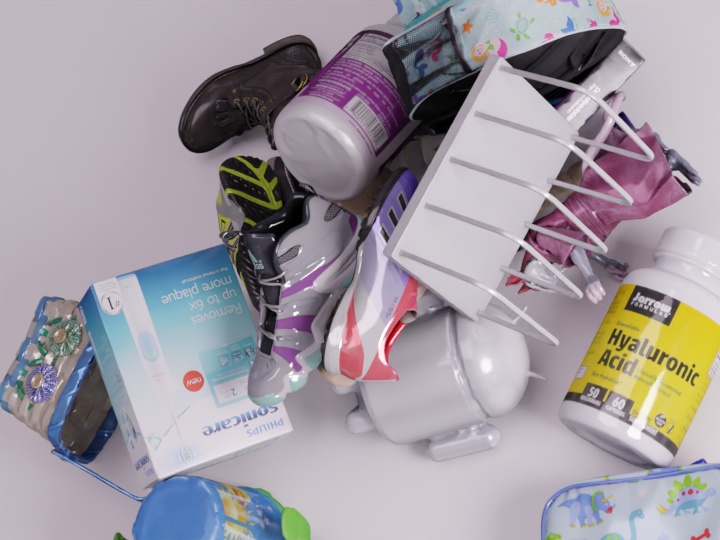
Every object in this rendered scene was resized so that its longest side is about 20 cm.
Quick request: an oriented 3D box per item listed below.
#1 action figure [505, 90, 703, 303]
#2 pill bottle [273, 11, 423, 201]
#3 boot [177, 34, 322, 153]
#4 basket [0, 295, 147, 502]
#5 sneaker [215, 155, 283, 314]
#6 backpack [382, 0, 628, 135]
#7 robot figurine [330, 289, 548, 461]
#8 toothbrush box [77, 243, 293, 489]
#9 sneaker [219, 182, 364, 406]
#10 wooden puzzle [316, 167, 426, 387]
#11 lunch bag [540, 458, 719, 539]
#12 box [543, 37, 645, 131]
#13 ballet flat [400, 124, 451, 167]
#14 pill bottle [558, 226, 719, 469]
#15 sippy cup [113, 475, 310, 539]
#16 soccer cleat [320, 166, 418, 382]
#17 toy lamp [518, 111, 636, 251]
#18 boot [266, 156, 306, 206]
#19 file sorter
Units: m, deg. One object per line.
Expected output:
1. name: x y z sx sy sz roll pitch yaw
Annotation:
1. action figure: 0.207 -0.053 1.554 0.200 0.134 0.149 -37 87 4
2. pill bottle: 0.013 -0.169 1.653 0.112 0.113 0.200 18 51 32
3. boot: -0.101 -0.168 1.792 0.200 0.069 0.174 -37 30 5
4. basket: -0.262 0.126 1.739 0.199 0.139 0.177 20 77 12
5. sneaker: -0.097 -0.022 1.682 0.075 0.077 0.201 -2 48 -16
6. backpack: 0.139 -0.227 1.565 0.199 0.177 0.152 -19 85 44
7. robot figurine: 0.074 0.095 1.593 0.199 0.113 0.171 -17 99 19
8. toothbrush box: -0.174 0.095 1.661 0.146 0.085 0.201 -17 82 -22
9. sneaker: -0.082 0.013 1.552 0.078 0.140 0.201 13 71 55
10. wooden puzzle: 0.000 0.000 1.623 0.185 0.037 0.200 -53 34 5
11. lunch bag: 0.257 0.250 1.448 0.199 0.082 0.162 -12 64 22
12. box: 0.181 -0.144 1.643 0.200 0.143 0.036 -45 99 1
13. ballet flat: 0.053 -0.135 1.749 0.199 0.074 0.075 -8 64 26
14. pill bottle: 0.266 0.067 1.510 0.111 0.111 0.201 21 78 33
15. sippy cup: -0.147 0.258 1.622 0.178 0.130 0.140 -42 56 3
16. soccer cleat: 0.027 0.005 1.518 0.073 0.068 0.201 15 74 14
17. toy lamp: 0.188 -0.075 1.649 0.199 0.058 0.058 -34 57 9
18. boot: -0.010 -0.051 1.728 0.150 0.073 0.201 -25 62 16
19. file sorter: 0.145 -0.057 1.464 0.124 0.139 0.201 21 79 45
